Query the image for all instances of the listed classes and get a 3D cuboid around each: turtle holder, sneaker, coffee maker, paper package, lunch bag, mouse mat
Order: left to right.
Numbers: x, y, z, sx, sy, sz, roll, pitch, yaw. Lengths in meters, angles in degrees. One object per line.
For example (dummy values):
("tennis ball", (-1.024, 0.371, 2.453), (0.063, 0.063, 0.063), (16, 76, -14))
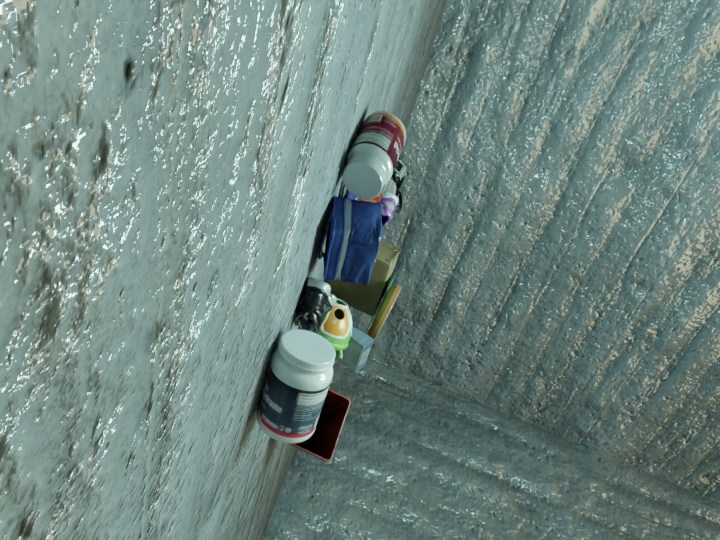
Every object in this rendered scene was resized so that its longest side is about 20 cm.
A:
("sneaker", (-0.113, 0.097, 1.440), (0.201, 0.073, 0.117), (82, 29, -72))
("turtle holder", (-0.084, 0.142, 1.618), (0.185, 0.137, 0.136), (-42, 151, -82))
("lunch bag", (-0.031, -0.065, 1.375), (0.203, 0.127, 0.139), (106, -10, -45))
("paper package", (0.000, 0.000, 1.777), (0.104, 0.186, 0.205), (-55, 167, -55))
("sneaker", (0.041, -0.162, 1.854), (0.199, 0.079, 0.091), (-34, -139, 47))
("coffee maker", (0.055, -0.263, 1.972), (0.188, 0.135, 0.203), (-17, -144, 38))
("mouse mat", (0.064, 0.089, 1.751), (0.201, 0.007, 0.164), (-60, 174, -53))

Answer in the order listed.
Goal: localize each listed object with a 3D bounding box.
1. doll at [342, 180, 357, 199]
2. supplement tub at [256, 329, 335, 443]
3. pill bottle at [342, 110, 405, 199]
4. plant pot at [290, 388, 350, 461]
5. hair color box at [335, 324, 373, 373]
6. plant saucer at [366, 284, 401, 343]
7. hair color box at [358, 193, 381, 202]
("doll", (-0.030, -0.165, 1.506), (0.203, 0.047, 0.139), (106, 5, -50))
("supplement tub", (-0.137, 0.247, 1.263), (0.141, 0.136, 0.206), (-63, 172, -69))
("pill bottle", (0.032, -0.265, 1.365), (0.116, 0.111, 0.203), (107, 3, -48))
("plant pot", (-0.172, 0.485, 1.913), (0.205, 0.195, 0.176), (-68, -170, -26))
("hair color box", (-0.063, 0.195, 1.728), (0.060, 0.197, 0.101), (-26, 143, -51))
("plant saucer", (0.068, 0.133, 1.817), (0.205, 0.032, 0.200), (-63, 177, -5))
("hair color box", (0.011, -0.153, 1.657), (0.201, 0.062, 0.114), (-80, -171, -65))
